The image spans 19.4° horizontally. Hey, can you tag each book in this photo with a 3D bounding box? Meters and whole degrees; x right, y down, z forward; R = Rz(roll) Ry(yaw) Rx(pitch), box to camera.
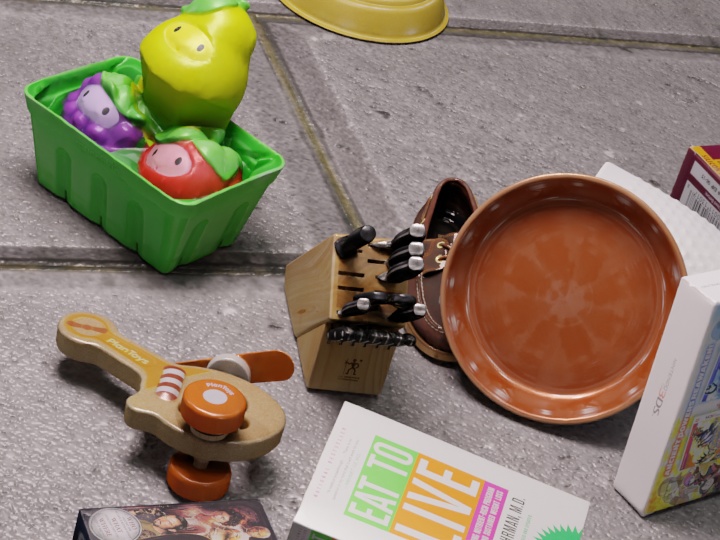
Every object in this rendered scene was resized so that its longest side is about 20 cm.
[{"bbox_3d":[0.058,0.187,1.533,0.199,0.048,0.134,21,37,3],"label":"book"}]

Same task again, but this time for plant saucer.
[{"bbox_3d":[0.164,0.022,1.695,0.199,0.201,0.032,22,6,8],"label":"plant saucer"}]

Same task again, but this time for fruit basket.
[{"bbox_3d":[-0.162,-0.132,1.757,0.215,0.216,0.155,34,37,25],"label":"fruit basket"}]

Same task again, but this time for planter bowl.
[{"bbox_3d":[0.008,-0.326,2.225,0.199,0.084,0.201,12,34,-8],"label":"planter bowl"}]

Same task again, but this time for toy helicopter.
[{"bbox_3d":[-0.140,0.079,1.571,0.199,0.079,0.132,29,34,24],"label":"toy helicopter"}]

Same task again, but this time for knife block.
[{"bbox_3d":[0.000,0.000,1.655,0.064,0.176,0.200,7,34,-16],"label":"knife block"}]

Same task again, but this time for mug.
[{"bbox_3d":[0.256,0.007,1.795,0.175,0.148,0.200,30,25,8],"label":"mug"}]

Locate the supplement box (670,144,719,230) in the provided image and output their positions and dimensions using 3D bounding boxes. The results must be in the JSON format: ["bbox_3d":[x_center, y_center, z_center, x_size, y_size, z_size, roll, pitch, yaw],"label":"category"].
[{"bbox_3d":[0.406,-0.059,2.006,0.199,0.086,0.110,-5,38,-30],"label":"supplement box"}]

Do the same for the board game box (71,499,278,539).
[{"bbox_3d":[-0.102,0.233,1.395,0.135,0.035,0.200,0,37,-25],"label":"board game box"}]

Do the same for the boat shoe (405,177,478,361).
[{"bbox_3d":[0.073,-0.005,1.795,0.070,0.071,0.200,11,35,-11],"label":"boat shoe"}]

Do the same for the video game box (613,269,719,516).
[{"bbox_3d":[0.299,0.084,1.645,0.182,0.201,0.047,-12,38,-37],"label":"video game box"}]
